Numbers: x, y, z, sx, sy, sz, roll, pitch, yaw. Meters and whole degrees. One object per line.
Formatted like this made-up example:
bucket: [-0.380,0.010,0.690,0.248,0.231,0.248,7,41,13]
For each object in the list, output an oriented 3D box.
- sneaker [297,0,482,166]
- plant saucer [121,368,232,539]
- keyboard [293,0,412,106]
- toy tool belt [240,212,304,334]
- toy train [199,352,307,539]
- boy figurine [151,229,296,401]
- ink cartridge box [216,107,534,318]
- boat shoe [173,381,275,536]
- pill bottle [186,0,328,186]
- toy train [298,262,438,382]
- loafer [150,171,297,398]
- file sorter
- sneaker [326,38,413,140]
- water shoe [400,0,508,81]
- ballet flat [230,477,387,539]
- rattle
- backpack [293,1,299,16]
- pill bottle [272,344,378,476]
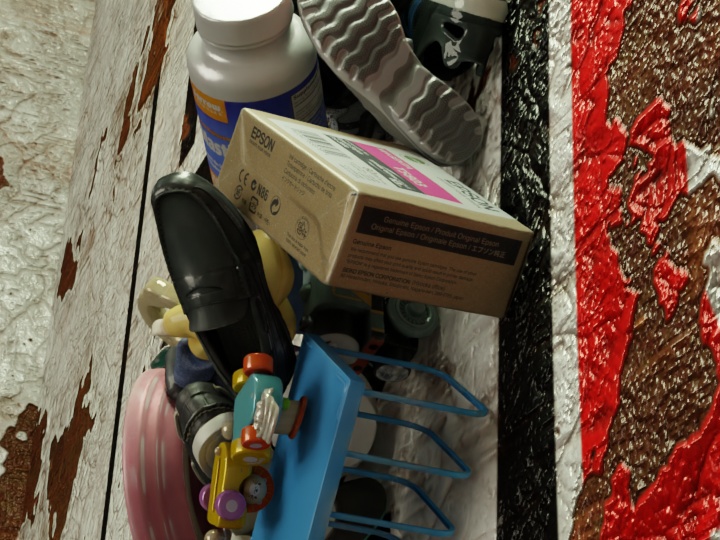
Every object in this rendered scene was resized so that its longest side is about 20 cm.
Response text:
sneaker: [0.014,-0.159,1.356,0.075,0.200,0.082,-37,-3,-15]
plant saucer: [-0.156,0.186,1.455,0.200,0.050,0.202,-8,-90,-80]
keyboard: [0.006,-0.243,1.417,0.200,0.039,0.104,-49,65,36]
toy tool belt: [-0.056,0.012,1.473,0.122,0.199,0.126,14,91,49]
toy train: [-0.073,0.165,1.206,0.150,0.055,0.201,-118,41,-62]
boy figurine: [-0.110,0.041,1.357,0.200,0.123,0.065,120,145,-50]
ink cartridge box: [0.007,-0.045,1.233,0.200,0.164,0.076,38,113,52]
boat shoe: [-0.102,0.160,1.352,0.060,0.074,0.200,51,174,35]
pill bottle: [-0.088,-0.155,1.407,0.113,0.111,0.201,-97,-1,-46]
toy train: [0.000,0.000,1.377,0.085,0.113,0.201,125,152,-50]
loafer: [-0.104,0.018,1.245,0.071,0.068,0.202,-70,-38,-55]
file sorter: [0.003,0.171,1.244,0.139,0.122,0.202,-142,66,-71]
sneaker: [-0.023,-0.152,1.543,0.200,0.113,0.076,122,154,-45]
water shoe: [0.058,-0.203,1.399,0.200,0.071,0.080,-159,84,-71]
ballet flat: [-0.069,0.231,1.356,0.199,0.068,0.068,-37,48,7]
rattle: [-0.197,0.048,2.020,0.201,0.129,0.144,82,-160,-58]
backpack: [-0.031,-0.317,1.612,0.176,0.152,0.202,137,132,-56]
pill bottle: [-0.053,0.126,1.457,0.200,0.112,0.113,-173,95,-71]
